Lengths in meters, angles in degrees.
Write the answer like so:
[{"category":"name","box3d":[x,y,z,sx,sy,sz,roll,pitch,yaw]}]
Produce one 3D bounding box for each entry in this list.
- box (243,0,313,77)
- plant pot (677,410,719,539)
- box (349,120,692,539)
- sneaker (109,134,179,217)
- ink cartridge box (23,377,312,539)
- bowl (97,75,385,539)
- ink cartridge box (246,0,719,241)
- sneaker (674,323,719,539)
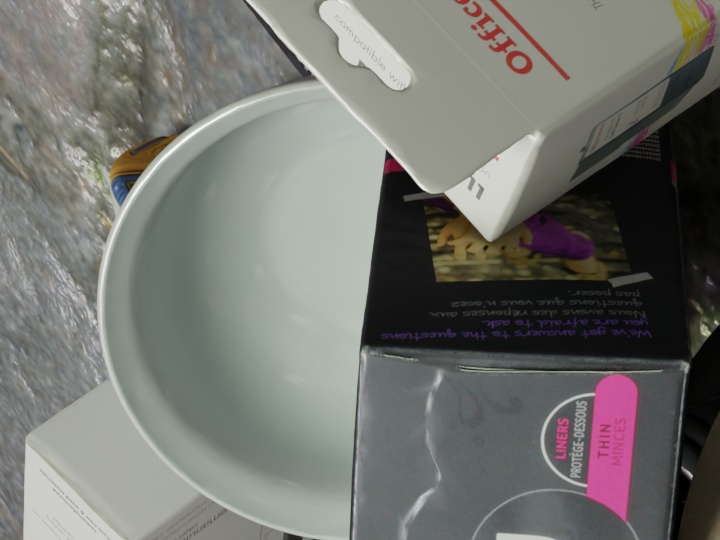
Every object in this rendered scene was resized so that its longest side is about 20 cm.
[{"category":"box","box3d":[0.019,-0.104,1.146,0.200,0.036,0.143,51,151,7]},{"category":"plant pot","box3d":[0.235,0.114,0.907,0.200,0.187,0.187,4,124,40]},{"category":"box","box3d":[0.054,0.033,0.959,0.106,0.200,0.122,3,118,3]},{"category":"sneaker","box3d":[-0.054,0.024,1.350,0.200,0.075,0.088,56,156,34]},{"category":"ink cartridge box","box3d":[-0.095,0.127,1.452,0.083,0.147,0.200,42,150,22]},{"category":"bowl","box3d":[0.000,0.000,1.108,0.090,0.201,0.201,-84,-23,-62]},{"category":"ink cartridge box","box3d":[0.054,-0.092,0.922,0.117,0.200,0.067,48,151,16]},{"category":"sneaker","box3d":[0.157,0.118,1.091,0.071,0.099,0.200,6,125,54]}]
